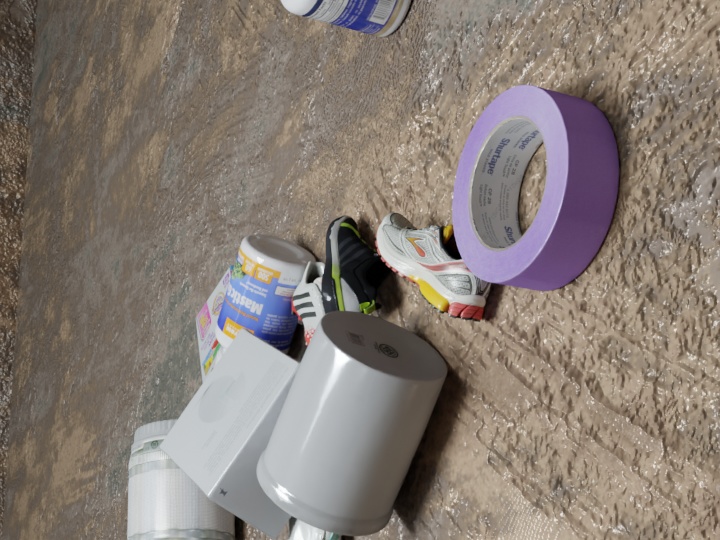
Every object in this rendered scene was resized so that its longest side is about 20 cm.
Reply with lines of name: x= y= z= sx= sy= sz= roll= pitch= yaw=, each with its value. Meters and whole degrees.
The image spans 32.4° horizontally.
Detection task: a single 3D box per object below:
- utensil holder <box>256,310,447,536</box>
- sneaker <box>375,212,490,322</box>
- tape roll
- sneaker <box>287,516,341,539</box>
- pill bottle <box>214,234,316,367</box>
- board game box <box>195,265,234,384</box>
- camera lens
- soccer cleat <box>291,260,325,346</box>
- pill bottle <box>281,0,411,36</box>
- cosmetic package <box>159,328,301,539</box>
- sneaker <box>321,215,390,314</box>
utensil holder: x=-0.007 y=0.171 z=1.415 sx=0.201 sy=0.169 sz=0.170 roll=-67 pitch=30 yaw=18
sneaker: x=0.089 y=-0.020 z=1.398 sx=0.200 sy=0.078 sz=0.083 roll=41 pitch=114 yaw=48
tape roll: x=0.173 y=-0.083 z=1.256 sx=0.200 sy=0.065 sz=0.201 roll=-30 pitch=55 yaw=57
sneaker: x=-0.052 y=0.343 z=1.547 sx=0.088 sy=0.075 sz=0.201 roll=-30 pitch=54 yaw=49
pill bottle: x=-0.142 y=0.060 z=1.759 sx=0.112 sy=0.111 sz=0.201 roll=47 pitch=122 yaw=57
board game box: x=-0.204 y=0.117 z=1.934 sx=0.153 sy=0.040 sz=0.201 roll=-51 pitch=40 yaw=44
camera lens: x=-0.269 y=0.339 z=1.859 sx=0.160 sy=0.159 sz=0.201 roll=-37 pitch=51 yaw=53
soccer cleat: x=-0.042 y=0.056 z=1.621 sx=0.200 sy=0.068 sz=0.086 roll=-127 pitch=48 yaw=-60
pill bottle: x=-0.041 y=-0.383 z=1.608 sx=0.120 sy=0.199 sz=0.120 roll=-29 pitch=56 yaw=56
cosmetic package: x=-0.132 y=0.207 z=1.613 sx=0.200 sy=0.123 sz=0.200 roll=-55 pitch=26 yaw=-6
sneaker: x=0.000 y=0.000 z=1.571 sx=0.201 sy=0.082 sz=0.072 roll=-86 pitch=-13 yaw=-53
